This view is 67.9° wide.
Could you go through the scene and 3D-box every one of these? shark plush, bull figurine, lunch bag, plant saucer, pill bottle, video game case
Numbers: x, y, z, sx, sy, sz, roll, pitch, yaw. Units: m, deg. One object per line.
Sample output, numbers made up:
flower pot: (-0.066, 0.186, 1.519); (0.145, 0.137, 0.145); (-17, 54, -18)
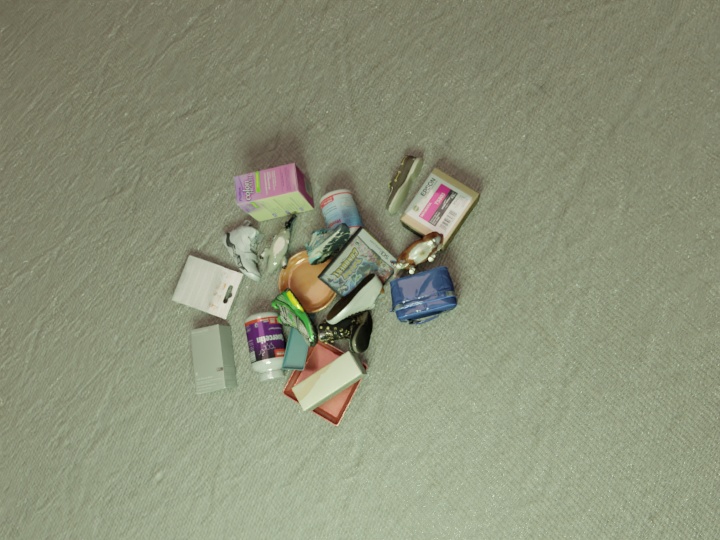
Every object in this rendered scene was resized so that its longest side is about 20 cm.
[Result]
shark plush: (-0.261, -0.089, 1.707); (0.090, 0.083, 0.201); (12, 82, -3)
bull figurine: (0.159, -0.040, 1.551); (0.200, 0.121, 0.065); (-42, 100, 18)
lunch bag: (0.177, 0.084, 1.551); (0.199, 0.136, 0.133); (-17, 75, 7)
plant saucer: (-0.104, 0.329, 1.609); (0.199, 0.037, 0.200); (26, 85, 15)
pill bottle: (-0.050, -0.143, 1.660); (0.108, 0.109, 0.201); (-20, 74, 7)
video game case: (0.000, 0.000, 1.605); (0.181, 0.025, 0.200); (41, 88, -26)
plant saucer: (-0.185, 0.212, 1.622); (0.070, 0.019, 0.201); (1, 55, 11)
pill bottle: (-0.284, 0.231, 1.627); (0.112, 0.112, 0.201); (-15, 76, 8)
plant saucer: (-0.159, 0.037, 1.682); (0.199, 0.037, 0.201); (-2, 79, 12)

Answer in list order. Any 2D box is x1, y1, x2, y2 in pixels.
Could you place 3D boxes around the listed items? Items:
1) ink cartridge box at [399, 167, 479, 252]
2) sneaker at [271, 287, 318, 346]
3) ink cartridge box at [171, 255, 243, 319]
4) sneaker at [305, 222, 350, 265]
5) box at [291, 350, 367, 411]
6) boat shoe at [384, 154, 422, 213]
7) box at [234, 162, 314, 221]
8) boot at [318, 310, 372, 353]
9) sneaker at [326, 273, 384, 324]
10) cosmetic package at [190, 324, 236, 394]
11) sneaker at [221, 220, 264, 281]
ink cartridge box: (0.240, -0.185, 1.627); (0.164, 0.075, 0.200); (33, 88, 15)
sneaker: (-0.194, 0.152, 1.608); (0.085, 0.078, 0.200); (-36, 66, -5)
ink cartridge box: (-0.495, 0.055, 1.749); (0.199, 0.050, 0.163); (19, 82, 6)
sneaker: (-0.110, -0.094, 1.595); (0.200, 0.077, 0.087); (-39, 71, 42)
box: (-0.087, 0.319, 1.542); (0.200, 0.095, 0.078); (-33, 74, 2)
boat shoe: (0.124, -0.272, 1.673); (0.059, 0.072, 0.201); (25, 80, 21)
box: (-0.269, -0.244, 1.691); (0.199, 0.176, 0.097); (-12, 76, 9)
boot: (-0.050, 0.185, 1.560); (0.150, 0.200, 0.073); (-9, 112, 15)
sneaker: (-0.007, 0.104, 1.577); (0.200, 0.073, 0.085); (-40, 114, -9)
cosmetic package: (-0.459, 0.275, 1.668); (0.106, 0.090, 0.201); (-14, 79, 11)
sneaker: (-0.356, -0.068, 1.723); (0.115, 0.075, 0.200); (-39, 70, 4)
